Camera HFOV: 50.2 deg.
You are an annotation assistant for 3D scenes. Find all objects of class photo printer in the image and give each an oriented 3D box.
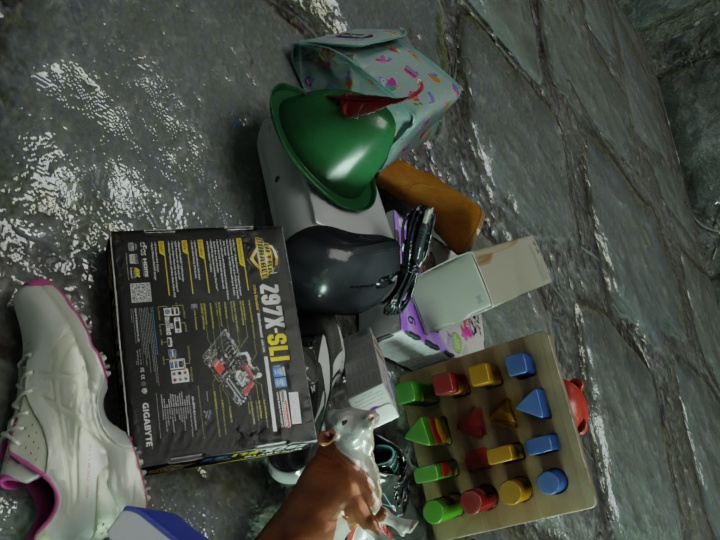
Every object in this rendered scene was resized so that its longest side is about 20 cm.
[{"bbox_3d":[-0.039,-0.087,0.896,0.165,0.069,0.203,27,37,-45],"label":"photo printer"}]

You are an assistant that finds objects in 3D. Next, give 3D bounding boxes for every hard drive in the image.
[{"bbox_3d":[-0.101,0.214,0.535,0.131,0.200,0.026,36,71,5],"label":"hard drive"}]

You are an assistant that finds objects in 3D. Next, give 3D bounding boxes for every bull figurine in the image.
[{"bbox_3d":[-0.026,0.222,0.680,0.121,0.201,0.065,37,-4,17],"label":"bull figurine"}]

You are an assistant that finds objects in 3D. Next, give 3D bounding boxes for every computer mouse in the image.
[{"bbox_3d":[0.000,0.000,0.805,0.197,0.141,0.053,-2,29,-38],"label":"computer mouse"}]

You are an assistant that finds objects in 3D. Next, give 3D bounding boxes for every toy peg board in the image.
[{"bbox_3d":[0.141,0.191,0.879,0.097,0.196,0.204,20,54,-63],"label":"toy peg board"}]

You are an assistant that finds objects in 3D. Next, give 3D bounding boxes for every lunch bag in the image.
[{"bbox_3d":[0.016,-0.258,1.053,0.200,0.122,0.170,44,38,7],"label":"lunch bag"}]

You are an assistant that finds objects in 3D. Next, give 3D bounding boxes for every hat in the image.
[{"bbox_3d":[0.019,-0.175,0.816,0.164,0.175,0.203,21,40,-45],"label":"hat"}]

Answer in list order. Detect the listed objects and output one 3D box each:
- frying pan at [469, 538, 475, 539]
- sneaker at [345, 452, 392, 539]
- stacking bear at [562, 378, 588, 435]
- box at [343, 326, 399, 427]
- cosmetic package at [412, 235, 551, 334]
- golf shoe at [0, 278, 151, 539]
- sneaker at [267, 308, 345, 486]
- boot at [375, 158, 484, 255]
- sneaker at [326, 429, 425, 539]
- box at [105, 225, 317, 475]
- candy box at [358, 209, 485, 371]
[{"bbox_3d":[0.078,0.349,0.875,0.116,0.031,0.191,56,32,-18],"label":"frying pan"},{"bbox_3d":[0.005,0.265,0.764,0.107,0.066,0.206,15,76,-51],"label":"sneaker"},{"bbox_3d":[0.191,0.191,0.971,0.114,0.198,0.123,44,40,-29],"label":"stacking bear"},{"bbox_3d":[0.007,0.110,0.817,0.039,0.041,0.200,64,2,-11],"label":"box"},{"bbox_3d":[0.156,0.014,0.982,0.199,0.104,0.072,-13,79,-57],"label":"cosmetic package"},{"bbox_3d":[-0.225,0.103,0.558,0.090,0.075,0.203,-17,76,-37],"label":"golf shoe"},{"bbox_3d":[-0.058,0.103,0.769,0.091,0.065,0.203,78,18,-51],"label":"sneaker"},{"bbox_3d":[0.085,-0.093,1.039,0.142,0.072,0.202,27,16,-11],"label":"boot"},{"bbox_3d":[0.020,0.231,0.816,0.201,0.078,0.076,50,31,-28],"label":"sneaker"},{"bbox_3d":[-0.132,0.063,0.667,0.157,0.049,0.204,-3,71,-26],"label":"box"},{"bbox_3d":[0.083,0.042,1.018,0.199,0.071,0.171,29,49,-43],"label":"candy box"}]
